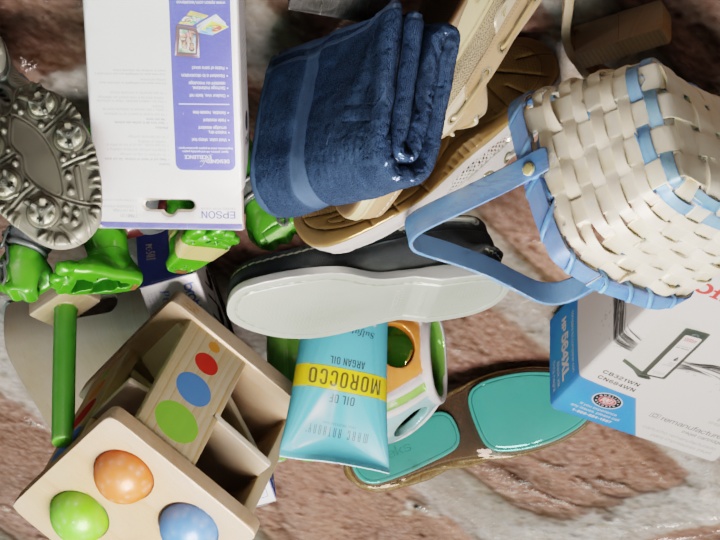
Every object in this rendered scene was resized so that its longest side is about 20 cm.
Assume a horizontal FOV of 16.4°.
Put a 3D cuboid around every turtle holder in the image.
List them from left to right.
[{"bbox_3d":[-0.004,0.077,1.805,0.131,0.141,0.186,-5,140,11],"label":"turtle holder"}]

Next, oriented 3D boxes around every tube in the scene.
[{"bbox_3d":[-0.011,0.037,1.701,0.077,0.201,0.050,9,158,-11],"label":"tube"}]

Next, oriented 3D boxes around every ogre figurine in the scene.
[{"bbox_3d":[-0.148,-0.053,1.655,0.199,0.120,0.098,-21,155,24],"label":"ogre figurine"}]

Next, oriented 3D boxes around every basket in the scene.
[{"bbox_3d":[0.151,-0.041,1.581,0.200,0.140,0.176,-31,149,28],"label":"basket"}]

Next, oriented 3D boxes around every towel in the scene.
[{"bbox_3d":[-0.012,-0.094,1.526,0.048,0.112,0.200,14,169,-26],"label":"towel"}]

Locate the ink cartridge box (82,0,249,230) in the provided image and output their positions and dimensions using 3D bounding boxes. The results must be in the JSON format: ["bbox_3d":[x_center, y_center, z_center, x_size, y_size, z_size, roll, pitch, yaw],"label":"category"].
[{"bbox_3d":[-0.121,-0.124,1.567,0.099,0.039,0.201,2,111,4],"label":"ink cartridge box"}]

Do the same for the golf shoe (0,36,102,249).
[{"bbox_3d":[-0.217,-0.081,1.610,0.078,0.200,0.097,-33,152,-6],"label":"golf shoe"}]

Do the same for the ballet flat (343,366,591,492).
[{"bbox_3d":[0.082,0.122,1.904,0.199,0.068,0.072,-20,174,-2],"label":"ballet flat"}]

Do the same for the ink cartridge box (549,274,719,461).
[{"bbox_3d":[0.243,0.036,1.769,0.145,0.085,0.200,19,141,-17],"label":"ink cartridge box"}]

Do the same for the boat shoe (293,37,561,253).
[{"bbox_3d":[0.051,-0.067,1.618,0.200,0.071,0.069,-34,147,-1],"label":"boat shoe"}]

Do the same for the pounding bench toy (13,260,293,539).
[{"bbox_3d":[-0.160,0.106,1.667,0.200,0.156,0.124,40,127,-11],"label":"pounding bench toy"}]

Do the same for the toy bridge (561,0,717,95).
[{"bbox_3d":[0.163,-0.149,1.585,0.067,0.027,0.200,-15,139,25],"label":"toy bridge"}]

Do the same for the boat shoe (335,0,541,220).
[{"bbox_3d":[0.052,-0.112,1.550,0.064,0.071,0.200,23,105,-29],"label":"boat shoe"}]

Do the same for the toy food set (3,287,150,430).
[{"bbox_3d":[-0.170,0.087,1.914,0.143,0.061,0.200,-9,132,18],"label":"toy food set"}]

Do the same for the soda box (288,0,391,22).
[{"bbox_3d":[0.008,-0.234,1.463,0.070,0.064,0.200,10,142,-6],"label":"soda box"}]

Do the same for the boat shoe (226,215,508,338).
[{"bbox_3d":[0.000,0.000,1.657,0.199,0.061,0.076,-1,145,-27],"label":"boat shoe"}]

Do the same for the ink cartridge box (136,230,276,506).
[{"bbox_3d":[-0.109,0.066,1.785,0.044,0.094,0.201,-16,120,2],"label":"ink cartridge box"}]
